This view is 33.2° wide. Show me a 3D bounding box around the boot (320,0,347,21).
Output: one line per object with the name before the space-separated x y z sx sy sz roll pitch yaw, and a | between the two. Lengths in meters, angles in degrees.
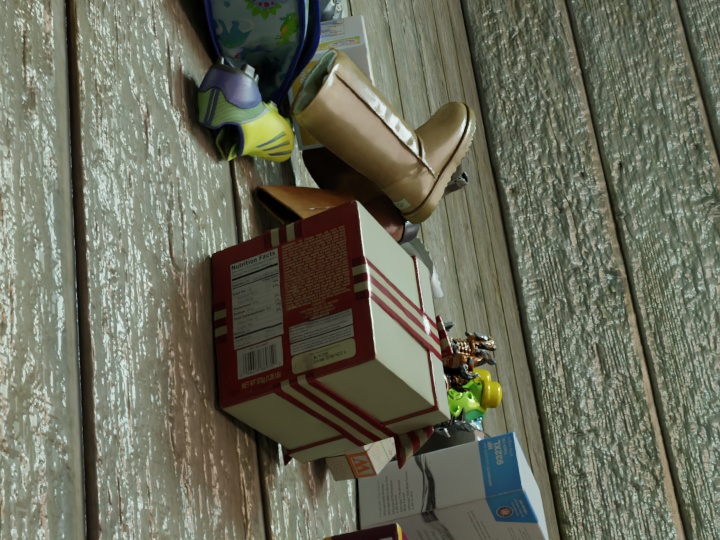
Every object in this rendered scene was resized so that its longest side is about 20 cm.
boot | -0.077 -0.427 1.621 0.154 0.072 0.207 12 64 -73

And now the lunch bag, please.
lunch bag | -0.106 -0.294 1.280 0.201 0.125 0.172 90 -3 -50

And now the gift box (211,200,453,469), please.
gift box | -0.028 0.080 1.116 0.187 0.182 0.203 41 41 -54

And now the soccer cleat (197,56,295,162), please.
soccer cleat | -0.120 -0.143 1.224 0.200 0.064 0.085 51 57 -71

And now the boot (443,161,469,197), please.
boot | 0.089 -0.181 1.920 0.200 0.144 0.071 57 25 -55

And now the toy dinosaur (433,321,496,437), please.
toy dinosaur | 0.085 0.140 1.538 0.102 0.197 0.138 -145 -136 -84

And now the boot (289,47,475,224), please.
boot | 0.032 -0.174 1.337 0.200 0.066 0.177 41 55 -28

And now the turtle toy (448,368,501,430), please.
turtle toy | 0.117 0.189 1.734 0.200 0.143 0.103 -125 -138 -81

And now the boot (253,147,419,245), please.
boot | -0.052 -0.083 1.357 0.199 0.069 0.189 -10 55 -51

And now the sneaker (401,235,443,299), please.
sneaker | 0.037 -0.010 1.514 0.200 0.080 0.077 -134 -153 -56

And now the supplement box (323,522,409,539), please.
supplement box | 0.033 0.364 1.275 0.201 0.084 0.112 61 20 -50

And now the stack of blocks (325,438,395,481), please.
stack of blocks | -0.016 0.107 1.295 0.115 0.058 0.202 -38 110 -53

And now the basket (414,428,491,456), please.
basket | 0.120 0.336 1.583 0.182 0.134 0.202 91 2 -48

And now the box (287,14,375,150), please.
box | -0.034 -0.229 1.454 0.200 0.100 0.114 -93 173 -70

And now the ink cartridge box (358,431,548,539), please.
ink cartridge box | 0.110 0.284 1.435 0.146 0.197 0.085 62 17 -46
